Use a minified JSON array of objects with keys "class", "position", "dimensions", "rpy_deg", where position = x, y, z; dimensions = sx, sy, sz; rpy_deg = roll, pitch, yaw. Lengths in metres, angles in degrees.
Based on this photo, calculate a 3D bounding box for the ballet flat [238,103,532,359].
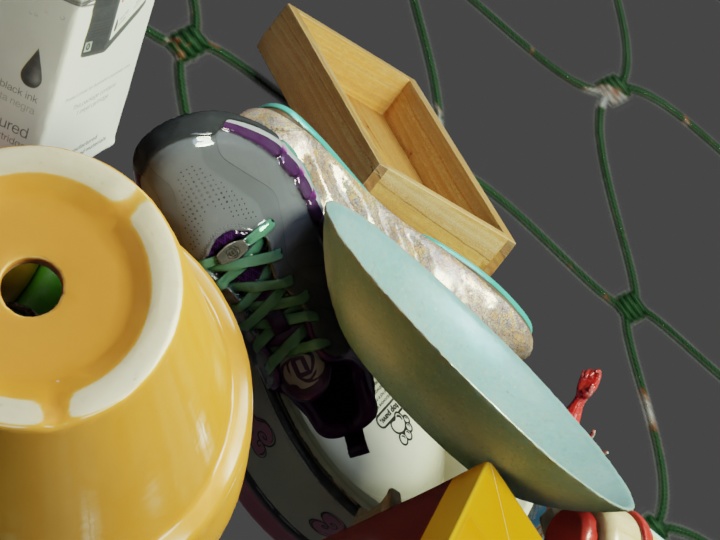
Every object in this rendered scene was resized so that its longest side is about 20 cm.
[{"class":"ballet flat","position":[0.000,0.000,1.477],"dimensions":[0.200,0.068,0.067],"rpy_deg":[39,58,-11]}]

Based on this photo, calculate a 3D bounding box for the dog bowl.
[{"class":"dog bowl","position":[0.000,0.074,1.521],"dimensions":[0.200,0.074,0.200],"rpy_deg":[29,43,-31]}]

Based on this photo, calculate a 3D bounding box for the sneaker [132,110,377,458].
[{"class":"sneaker","position":[-0.038,0.007,1.347],"dimensions":[0.200,0.074,0.088],"rpy_deg":[52,12,-48]}]

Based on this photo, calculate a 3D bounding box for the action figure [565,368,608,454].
[{"class":"action figure","position":[0.091,0.059,1.615],"dimensions":[0.065,0.099,0.200],"rpy_deg":[-15,76,-53]}]

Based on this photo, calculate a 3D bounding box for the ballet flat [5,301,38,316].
[{"class":"ballet flat","position":[-0.147,0.116,1.346],"dimensions":[0.075,0.068,0.200],"rpy_deg":[32,43,-60]}]

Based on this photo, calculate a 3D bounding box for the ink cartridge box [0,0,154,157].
[{"class":"ink cartridge box","position":[-0.173,-0.161,1.374],"dimensions":[0.145,0.200,0.084],"rpy_deg":[29,32,16]}]

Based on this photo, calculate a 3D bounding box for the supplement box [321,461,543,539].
[{"class":"supplement box","position":[0.013,0.229,1.269],"dimensions":[0.197,0.200,0.133],"rpy_deg":[57,27,-13]}]

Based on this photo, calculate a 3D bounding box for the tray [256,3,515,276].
[{"class":"tray","position":[0.011,-0.072,1.614],"dimensions":[0.099,0.037,0.200],"rpy_deg":[29,19,-30]}]

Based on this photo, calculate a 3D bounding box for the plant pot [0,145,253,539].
[{"class":"plant pot","position":[-0.141,0.040,1.233],"dimensions":[0.200,0.183,0.200],"rpy_deg":[2,68,-6]}]

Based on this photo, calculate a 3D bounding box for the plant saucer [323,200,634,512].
[{"class":"plant saucer","position":[0.044,0.051,1.332],"dimensions":[0.201,0.039,0.201],"rpy_deg":[44,8,-8]}]

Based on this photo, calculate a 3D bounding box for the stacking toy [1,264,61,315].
[{"class":"stacking toy","position":[-0.158,0.000,1.406],"dimensions":[0.200,0.085,0.085],"rpy_deg":[31,42,-22]}]

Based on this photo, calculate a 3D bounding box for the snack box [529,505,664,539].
[{"class":"snack box","position":[0.123,0.208,1.499],"dimensions":[0.116,0.037,0.200],"rpy_deg":[40,40,-16]}]

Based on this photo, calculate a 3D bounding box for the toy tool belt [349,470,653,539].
[{"class":"toy tool belt","position":[0.032,0.164,1.381],"dimensions":[0.123,0.200,0.125],"rpy_deg":[25,37,-37]}]
